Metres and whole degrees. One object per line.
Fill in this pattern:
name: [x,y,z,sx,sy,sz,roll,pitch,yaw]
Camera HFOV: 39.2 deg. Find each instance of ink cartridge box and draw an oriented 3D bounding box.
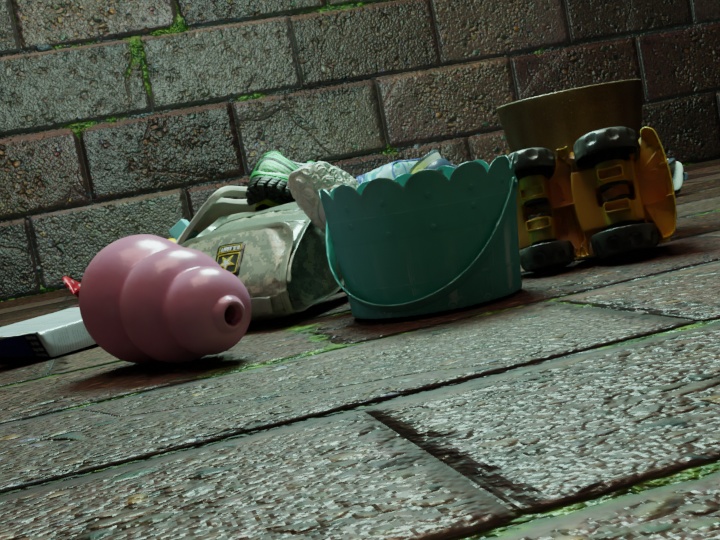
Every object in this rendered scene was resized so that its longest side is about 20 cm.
ink cartridge box: [-0.406,0.083,1.289,0.200,0.041,0.200,-15,6,-44]

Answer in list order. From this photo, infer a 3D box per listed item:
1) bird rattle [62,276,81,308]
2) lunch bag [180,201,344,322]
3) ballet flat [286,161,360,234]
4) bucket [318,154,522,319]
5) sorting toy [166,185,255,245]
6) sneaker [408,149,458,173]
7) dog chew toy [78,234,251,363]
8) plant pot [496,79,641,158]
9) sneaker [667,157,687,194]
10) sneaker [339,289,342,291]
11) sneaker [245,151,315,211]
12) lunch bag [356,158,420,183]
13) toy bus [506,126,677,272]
bird rattle: [-0.361,0.045,1.570,0.163,0.113,0.200,0,-16,-36]
lunch bag: [-0.119,-0.001,1.169,0.164,0.118,0.200,-9,20,23]
ballet flat: [0.003,-0.046,1.129,0.072,0.200,0.072,-37,25,21]
bucket: [0.065,-0.034,1.015,0.207,0.135,0.207,-11,4,1]
sorting toy: [-0.169,-0.048,1.339,0.200,0.107,0.180,-3,-34,-33]
sneaker: [0.131,-0.116,1.499,0.070,0.082,0.200,-42,-16,13]
dog chew toy: [-0.175,0.030,0.937,0.124,0.125,0.200,-14,13,-41]
plant pot: [0.287,-0.132,1.324,0.187,0.200,0.187,-10,4,1]
sneaker: [0.609,-0.186,2.045,0.130,0.080,0.199,-6,7,37]
sneaker: [0.049,-0.025,1.284,0.200,0.089,0.074,-14,6,-19]
sneaker: [-0.042,-0.097,1.279,0.200,0.085,0.078,22,-37,-19]
lunch bag: [0.075,-0.089,1.577,0.082,0.161,0.200,-24,0,20]
toy bus: [0.257,-0.069,1.162,0.200,0.136,0.192,-12,-9,16]
